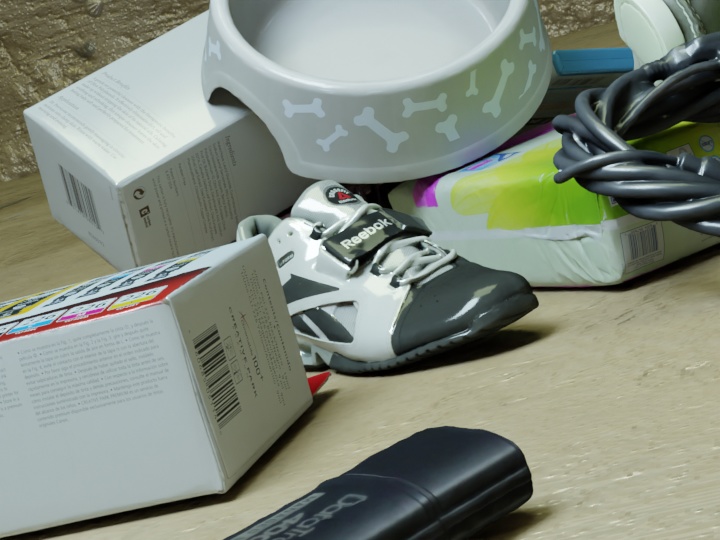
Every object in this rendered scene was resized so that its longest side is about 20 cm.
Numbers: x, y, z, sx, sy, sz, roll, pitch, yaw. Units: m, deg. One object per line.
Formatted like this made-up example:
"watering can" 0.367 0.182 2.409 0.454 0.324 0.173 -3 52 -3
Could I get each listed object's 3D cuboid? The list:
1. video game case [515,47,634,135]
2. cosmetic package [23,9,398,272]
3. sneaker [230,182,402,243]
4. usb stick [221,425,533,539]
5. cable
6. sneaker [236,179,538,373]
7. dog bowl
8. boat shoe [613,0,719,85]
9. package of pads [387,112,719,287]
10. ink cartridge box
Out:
"video game case" 0.109 -0.092 1.409 0.143 0.018 0.200 -7 -18 -42
"cosmetic package" -0.080 -0.087 1.271 0.200 0.085 0.108 -30 44 -23
"sneaker" 0.009 -0.022 1.282 0.200 0.076 0.115 -30 18 -20
"usb stick" -0.021 0.092 0.659 0.055 0.033 0.200 1 17 40
"cable" 0.184 -0.054 1.011 0.200 0.051 0.163 -13 39 -23
"sneaker" 0.000 0.000 1.055 0.074 0.089 0.200 -20 11 -40
"dog bowl" 0.007 -0.137 1.210 0.200 0.059 0.200 -2 46 2
"boat shoe" 0.191 -0.113 1.252 0.060 0.072 0.202 -36 -26 -5
"package of pads" 0.132 -0.043 1.160 0.154 0.068 0.200 -21 11 -28
"ink cartridge box" -0.133 0.052 0.952 0.200 0.084 0.176 -14 8 17
